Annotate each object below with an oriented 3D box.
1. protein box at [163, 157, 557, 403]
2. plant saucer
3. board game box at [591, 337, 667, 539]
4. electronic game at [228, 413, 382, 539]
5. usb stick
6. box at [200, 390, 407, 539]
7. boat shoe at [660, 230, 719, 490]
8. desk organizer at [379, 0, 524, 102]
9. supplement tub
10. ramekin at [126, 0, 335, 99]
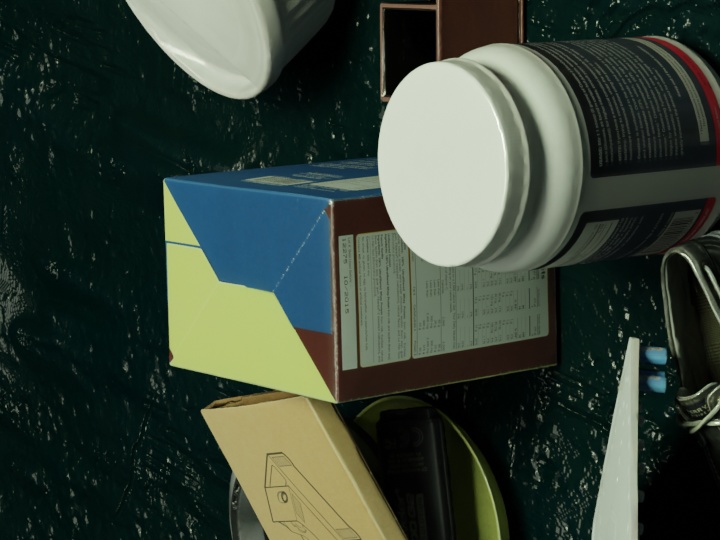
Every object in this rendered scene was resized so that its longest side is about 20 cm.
[{"bbox_3d":[0.000,0.000,1.676,0.198,0.199,0.136,9,103,51],"label":"protein box"},{"bbox_3d":[0.049,0.191,1.781,0.199,0.031,0.202,11,104,52],"label":"plant saucer"},{"bbox_3d":[0.166,0.180,1.502,0.201,0.026,0.201,95,-179,-47],"label":"board game box"},{"bbox_3d":[-0.029,0.200,1.824,0.199,0.041,0.202,13,108,43],"label":"electronic game"},{"bbox_3d":[0.045,0.199,1.729,0.055,0.033,0.202,-6,91,28],"label":"usb stick"},{"bbox_3d":[-0.025,0.176,1.706,0.163,0.021,0.201,-13,108,58],"label":"box"},{"bbox_3d":[0.224,0.077,1.505,0.072,0.071,0.202,-24,77,51],"label":"boat shoe"},{"bbox_3d":[0.062,-0.215,1.663,0.071,0.077,0.202,9,103,51],"label":"desk organizer"},{"bbox_3d":[0.125,-0.073,1.505,0.140,0.199,0.142,10,103,51],"label":"supplement tub"},{"bbox_3d":[-0.102,-0.236,1.806,0.202,0.094,0.203,39,153,25],"label":"ramekin"}]
